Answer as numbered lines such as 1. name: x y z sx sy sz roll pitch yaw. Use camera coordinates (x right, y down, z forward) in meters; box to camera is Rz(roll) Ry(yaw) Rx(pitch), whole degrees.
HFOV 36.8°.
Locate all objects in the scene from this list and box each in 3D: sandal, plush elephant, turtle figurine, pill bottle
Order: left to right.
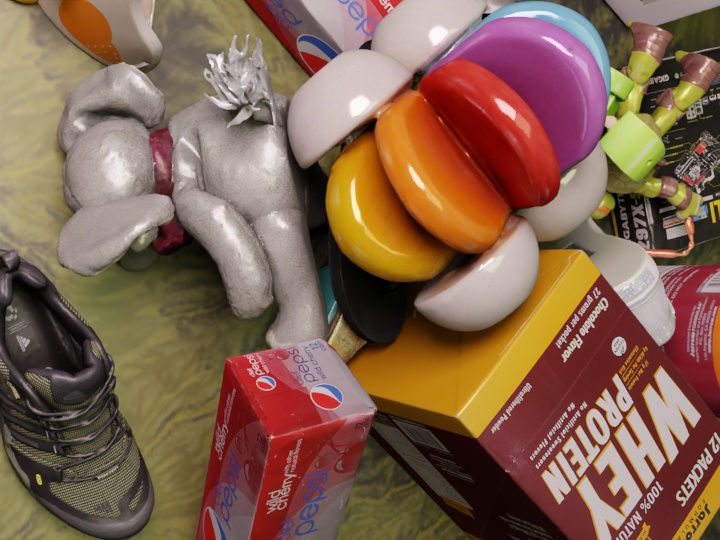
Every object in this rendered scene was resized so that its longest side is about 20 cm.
1. plush elephant: -0.110 -0.046 0.666 0.201 0.153 0.166 72 13 -49
2. sandal: 0.019 -0.051 0.705 0.075 0.048 0.203 -1 95 -48
3. turtle figurine: 0.201 -0.107 0.840 0.199 0.064 0.162 26 95 -4
4. pill bottle: 0.251 0.053 0.825 0.112 0.199 0.114 0 89 -28

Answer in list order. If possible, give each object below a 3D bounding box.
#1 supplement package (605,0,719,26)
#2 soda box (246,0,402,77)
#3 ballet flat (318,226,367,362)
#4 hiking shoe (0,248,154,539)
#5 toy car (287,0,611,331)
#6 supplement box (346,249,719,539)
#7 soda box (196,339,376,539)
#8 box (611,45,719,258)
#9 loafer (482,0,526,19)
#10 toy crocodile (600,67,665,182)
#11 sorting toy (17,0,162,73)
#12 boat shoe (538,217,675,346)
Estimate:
1. supplement package: 0.273 -0.319 0.892 0.117 0.117 0.201 40 71 -21
2. soda box: -0.029 -0.191 0.750 0.200 0.070 0.064 48 70 -21
3. ballet flat: 0.000 0.000 0.764 0.070 0.071 0.202 21 76 -27
4. hiking shoe: -0.180 0.082 0.645 0.075 0.100 0.201 -33 104 -24
5. toy car: 0.071 -0.081 0.620 0.175 0.150 0.200 49 56 -6
6. supplement box: 0.114 0.102 0.749 0.200 0.197 0.133 47 71 -20
7. soda box: -0.053 0.138 0.666 0.069 0.064 0.201 -11 134 -29
8. box: 0.297 -0.110 0.941 0.199 0.049 0.161 -16 99 -28
9. loafer: 0.091 -0.159 0.740 0.071 0.063 0.202 -1 98 -35
10. toy crocodile: 0.135 -0.133 0.800 0.199 0.062 0.068 32 98 18
11. sorting toy: -0.138 -0.236 0.629 0.106 0.180 0.202 9 84 -28
12. boat shoe: 0.166 0.009 0.788 0.070 0.201 0.072 -33 108 -1
